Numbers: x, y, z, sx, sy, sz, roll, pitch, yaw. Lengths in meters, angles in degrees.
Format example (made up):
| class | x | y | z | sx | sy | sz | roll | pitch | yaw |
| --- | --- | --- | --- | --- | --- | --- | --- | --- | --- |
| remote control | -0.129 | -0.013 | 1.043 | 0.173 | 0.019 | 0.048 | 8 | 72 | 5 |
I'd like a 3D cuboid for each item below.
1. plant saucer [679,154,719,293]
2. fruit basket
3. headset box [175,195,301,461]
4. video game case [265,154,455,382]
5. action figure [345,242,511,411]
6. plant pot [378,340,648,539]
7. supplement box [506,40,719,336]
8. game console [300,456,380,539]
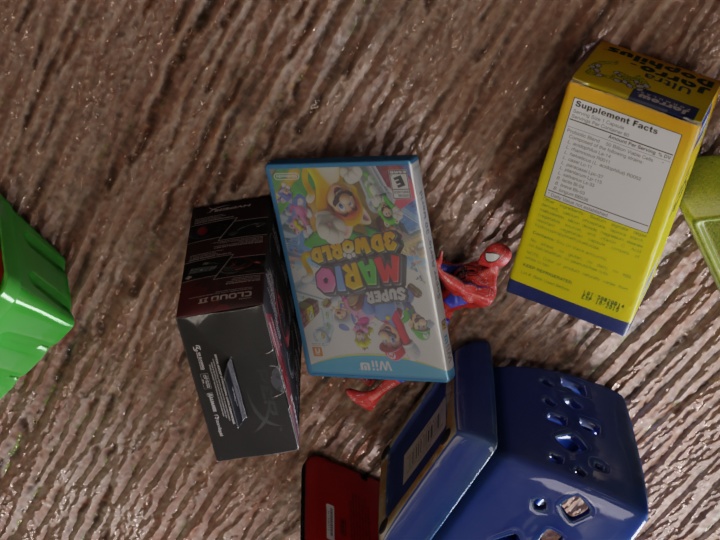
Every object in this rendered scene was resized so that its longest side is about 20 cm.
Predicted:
| class | x | y | z | sx | sy | sz | roll | pitch | yaw |
| --- | --- | --- | --- | --- | --- | --- | --- | --- | --- |
| plant saucer | 0.372 | -0.012 | 1.260 | 0.199 | 0.048 | 0.200 | -5 | 127 | 40 |
| fruit basket | -0.376 | 0.020 | 1.273 | 0.215 | 0.156 | 0.216 | -10 | 134 | -10 |
| headset box | -0.099 | 0.052 | 1.256 | 0.075 | 0.200 | 0.149 | -9 | 122 | 4 |
| video game case | 0.000 | 0.000 | 1.277 | 0.143 | 0.018 | 0.201 | 0 | 113 | 29 |
| action figure | 0.044 | 0.030 | 1.324 | 0.099 | 0.065 | 0.200 | 38 | 114 | -25 |
| plant pot | 0.126 | 0.195 | 1.354 | 0.179 | 0.200 | 0.200 | 27 | 116 | -11 |
| supplement box | 0.208 | -0.068 | 1.227 | 0.109 | 0.110 | 0.200 | 22 | 121 | 12 |
| game console | -0.002 | 0.301 | 1.407 | 0.172 | 0.200 | 0.119 | 25 | 116 | -16 |
